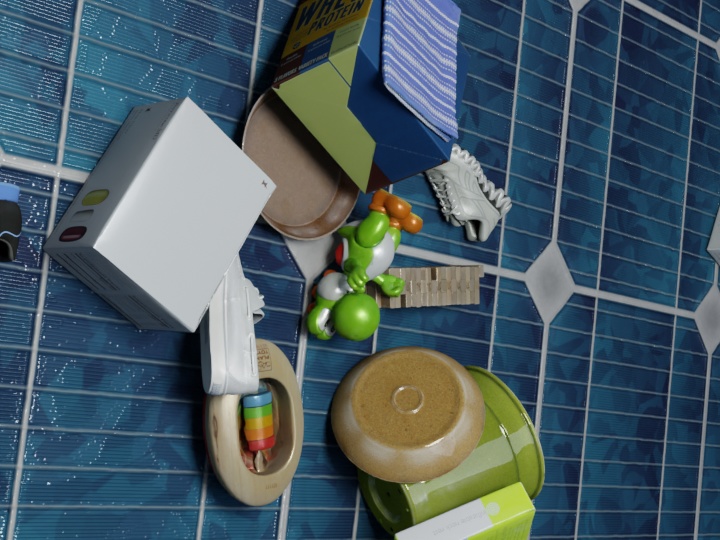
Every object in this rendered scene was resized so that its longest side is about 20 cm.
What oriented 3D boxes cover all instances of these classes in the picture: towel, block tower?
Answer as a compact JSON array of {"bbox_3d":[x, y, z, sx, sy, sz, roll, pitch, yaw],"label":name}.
[{"bbox_3d":[0.075,-0.269,1.393,0.144,0.024,0.202,33,49,-44],"label":"towel"},{"bbox_3d":[0.086,0.022,1.606,0.199,0.054,0.059,-4,94,-43],"label":"block tower"}]

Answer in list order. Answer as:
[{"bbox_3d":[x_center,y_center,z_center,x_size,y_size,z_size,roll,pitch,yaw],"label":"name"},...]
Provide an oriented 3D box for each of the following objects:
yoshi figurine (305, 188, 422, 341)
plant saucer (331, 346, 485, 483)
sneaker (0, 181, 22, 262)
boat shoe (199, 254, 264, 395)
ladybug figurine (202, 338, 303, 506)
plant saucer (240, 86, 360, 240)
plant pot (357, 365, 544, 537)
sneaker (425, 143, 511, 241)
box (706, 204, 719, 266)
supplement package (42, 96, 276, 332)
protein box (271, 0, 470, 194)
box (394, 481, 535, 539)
[{"bbox_3d":[0.013,0.008,1.468,0.112,0.112,0.201,33,85,-16],"label":"yoshi figurine"},{"bbox_3d":[0.060,0.172,1.492,0.201,0.199,0.036,-53,156,-29],"label":"plant saucer"},{"bbox_3d":[-0.414,-0.049,1.122,0.199,0.070,0.079,2,82,-44],"label":"sneaker"},{"bbox_3d":[-0.143,0.047,1.336,0.068,0.072,0.202,7,54,-19],"label":"boat shoe"},{"bbox_3d":[-0.133,0.175,1.387,0.135,0.072,0.202,-3,93,-42],"label":"ladybug figurine"},{"bbox_3d":[-0.078,-0.138,1.464,0.199,0.034,0.203,-1,91,-42],"label":"plant saucer"},{"bbox_3d":[0.106,0.258,1.550,0.192,0.200,0.202,-24,107,-28],"label":"plant pot"},{"bbox_3d":[0.136,-0.114,1.645,0.200,0.075,0.082,40,73,-35],"label":"sneaker"},{"bbox_3d":[0.782,-0.043,2.165,0.199,0.199,0.132,41,62,-36],"label":"box"},{"bbox_3d":[-0.216,-0.060,1.282,0.156,0.110,0.201,44,61,-34],"label":"supplement package"},{"bbox_3d":[0.020,-0.247,1.447,0.199,0.134,0.201,47,40,-33],"label":"protein box"},{"bbox_3d":[0.119,0.345,1.484,0.198,0.048,0.122,-20,148,-11],"label":"box"}]
